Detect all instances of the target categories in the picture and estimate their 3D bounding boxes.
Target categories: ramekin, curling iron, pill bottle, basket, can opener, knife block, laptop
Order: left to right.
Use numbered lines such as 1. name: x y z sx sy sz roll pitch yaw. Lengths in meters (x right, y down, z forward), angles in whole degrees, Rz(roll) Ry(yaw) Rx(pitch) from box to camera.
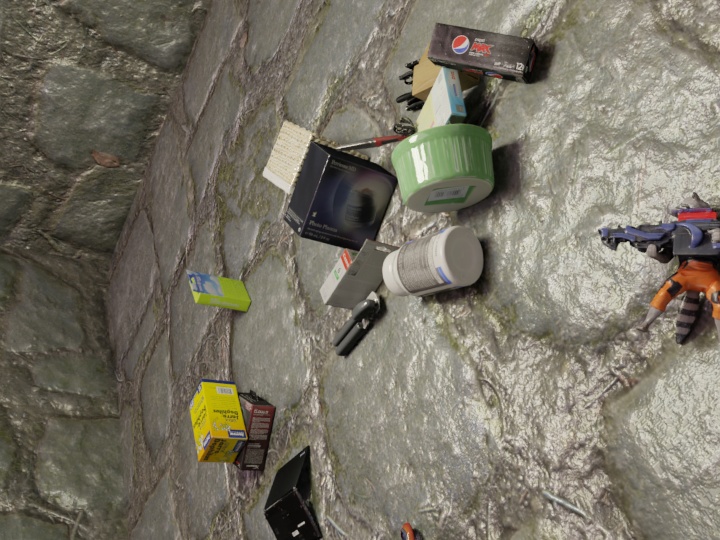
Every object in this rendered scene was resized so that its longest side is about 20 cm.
1. laptop: -0.158 0.580 1.693 0.177 0.102 0.202 -46 70 40
2. basket: -0.116 -0.263 1.733 0.199 0.195 0.164 34 104 55
3. can opener: -0.015 0.123 1.576 0.201 0.065 0.053 -56 40 38
4. curling iron: 0.034 -0.297 1.511 0.196 0.026 0.050 -12 112 26
5. pill bottle: 0.137 -0.011 1.335 0.198 0.112 0.117 -17 66 53
6. knife block: 0.156 -0.401 1.477 0.177 0.063 0.202 -59 38 28
7. ramekin: 0.161 -0.185 1.287 0.199 0.196 0.100 -27 65 50

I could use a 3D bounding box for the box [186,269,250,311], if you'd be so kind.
1. box: -0.454 0.065 2.138 0.048 0.197 0.122 -62 36 22

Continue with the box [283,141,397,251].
1. box: -0.048 -0.168 1.590 0.123 0.196 0.202 41 114 54

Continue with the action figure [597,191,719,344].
1. action figure: 0.422 -0.007 0.913 0.196 0.104 0.198 10 82 32

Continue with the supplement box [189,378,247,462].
1. supplement box: -0.399 0.418 1.886 0.110 0.108 0.202 -58 38 29

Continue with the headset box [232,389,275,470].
1. headset box: -0.317 0.444 1.921 0.148 0.076 0.205 11 90 57

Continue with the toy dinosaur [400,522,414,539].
1. toy dinosaur: 0.108 0.576 1.263 0.195 0.105 0.185 5 68 20

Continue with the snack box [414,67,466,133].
1. snack box: 0.160 -0.306 1.407 0.201 0.036 0.119 118 150 -59

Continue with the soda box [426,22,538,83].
1. soda box: 0.230 -0.411 1.280 0.196 0.063 0.072 19 97 23

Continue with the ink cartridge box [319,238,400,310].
1. ink cartridge box: 0.000 0.000 1.545 0.202 0.107 0.051 -57 39 29
